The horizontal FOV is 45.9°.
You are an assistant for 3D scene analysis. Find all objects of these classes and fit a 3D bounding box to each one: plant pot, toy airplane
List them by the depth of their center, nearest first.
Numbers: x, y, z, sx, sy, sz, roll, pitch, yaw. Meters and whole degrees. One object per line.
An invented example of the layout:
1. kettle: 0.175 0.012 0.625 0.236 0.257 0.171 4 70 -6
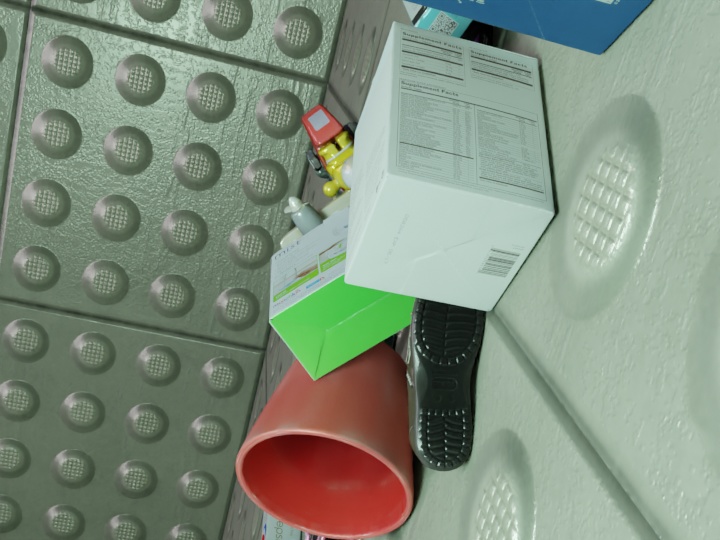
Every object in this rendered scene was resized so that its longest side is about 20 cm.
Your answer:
1. plant pot: -0.024 0.181 0.987 0.178 0.199 0.201 -73 3 -48
2. toy airplane: 0.005 -0.103 1.082 0.141 0.197 0.202 71 -150 -86

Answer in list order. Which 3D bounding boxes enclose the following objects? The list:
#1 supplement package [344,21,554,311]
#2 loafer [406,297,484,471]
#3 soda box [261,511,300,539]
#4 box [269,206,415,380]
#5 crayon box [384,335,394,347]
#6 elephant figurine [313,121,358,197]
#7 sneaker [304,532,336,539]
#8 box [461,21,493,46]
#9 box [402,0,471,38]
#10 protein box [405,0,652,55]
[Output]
1. supplement package: 0.077 -0.097 0.800 0.152 0.149 0.201 113 165 -51
2. loafer: 0.071 0.094 0.832 0.071 0.072 0.202 132 148 -69
3. soda box: -0.152 0.491 1.638 0.201 0.067 0.064 -92 17 -53
4. box: 0.000 0.000 0.971 0.199 0.097 0.177 -31 22 7
5. crayon box: -0.004 0.157 1.249 0.200 0.051 0.127 142 139 -74
6. elephant figurine: 0.017 -0.103 1.225 0.141 0.154 0.201 43 -161 -53
7. sneaker: -0.047 0.417 1.161 0.095 0.078 0.202 172 108 -67
8. box: 0.085 -0.212 0.999 0.142 0.036 0.201 -17 52 35
9. box: 0.093 -0.323 0.976 0.082 0.049 0.201 -52 20 22
10. protein box: 0.128 -0.280 0.590 0.199 0.198 0.136 129 152 -69
